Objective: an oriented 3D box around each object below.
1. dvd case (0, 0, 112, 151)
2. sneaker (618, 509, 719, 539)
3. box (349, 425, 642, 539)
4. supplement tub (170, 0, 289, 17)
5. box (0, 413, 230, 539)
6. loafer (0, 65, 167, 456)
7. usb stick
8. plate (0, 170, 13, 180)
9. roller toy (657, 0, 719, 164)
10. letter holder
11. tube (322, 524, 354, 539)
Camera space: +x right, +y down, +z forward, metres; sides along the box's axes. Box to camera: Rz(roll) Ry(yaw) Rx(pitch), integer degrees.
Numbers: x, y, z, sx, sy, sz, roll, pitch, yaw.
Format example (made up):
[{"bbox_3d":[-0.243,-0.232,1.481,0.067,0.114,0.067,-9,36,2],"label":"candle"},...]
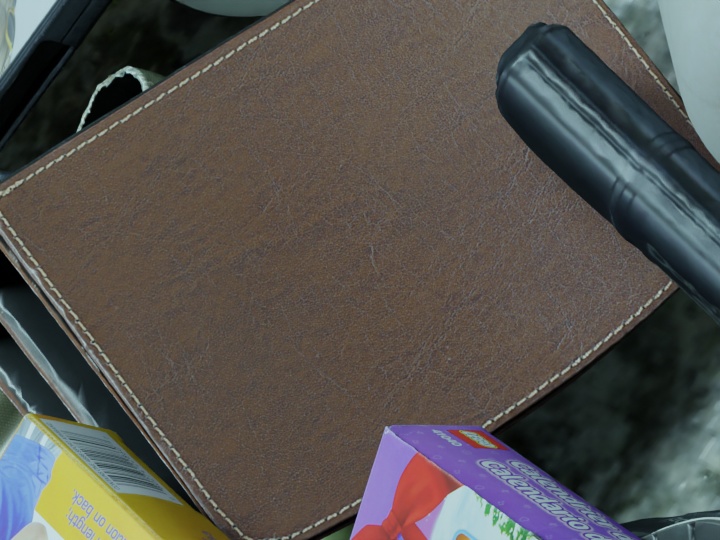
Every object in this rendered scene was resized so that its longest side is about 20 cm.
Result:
[{"bbox_3d":[-0.119,-0.119,1.051,0.200,0.018,0.143,136,140,-53],"label":"dvd case"},{"bbox_3d":[0.083,0.103,0.842,0.200,0.088,0.076,-11,89,53],"label":"sneaker"},{"bbox_3d":[0.031,0.158,0.789,0.137,0.039,0.200,34,113,45],"label":"box"},{"bbox_3d":[-0.057,-0.197,1.113,0.123,0.123,0.200,-35,46,12],"label":"supplement tub"},{"bbox_3d":[-0.095,0.154,0.815,0.119,0.041,0.200,38,101,39],"label":"box"},{"bbox_3d":[-0.111,0.013,0.997,0.075,0.070,0.200,21,74,44],"label":"loafer"},{"bbox_3d":[0.112,0.005,0.834,0.033,0.055,0.200,-43,72,-4],"label":"usb stick"},{"bbox_3d":[-0.135,0.059,1.056,0.200,0.032,0.200,9,66,40],"label":"plate"},{"bbox_3d":[0.170,-0.109,0.837,0.182,0.200,0.140,-13,50,7],"label":"roller toy"},{"bbox_3d":[0.000,0.000,0.910,0.200,0.101,0.142,-34,78,-22],"label":"letter holder"},{"bbox_3d":[-0.018,0.046,0.970,0.058,0.052,0.200,131,152,-60],"label":"tube"}]
